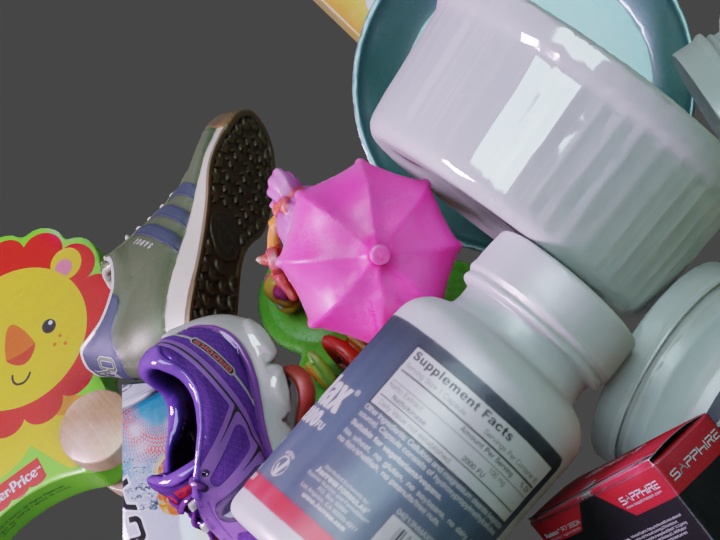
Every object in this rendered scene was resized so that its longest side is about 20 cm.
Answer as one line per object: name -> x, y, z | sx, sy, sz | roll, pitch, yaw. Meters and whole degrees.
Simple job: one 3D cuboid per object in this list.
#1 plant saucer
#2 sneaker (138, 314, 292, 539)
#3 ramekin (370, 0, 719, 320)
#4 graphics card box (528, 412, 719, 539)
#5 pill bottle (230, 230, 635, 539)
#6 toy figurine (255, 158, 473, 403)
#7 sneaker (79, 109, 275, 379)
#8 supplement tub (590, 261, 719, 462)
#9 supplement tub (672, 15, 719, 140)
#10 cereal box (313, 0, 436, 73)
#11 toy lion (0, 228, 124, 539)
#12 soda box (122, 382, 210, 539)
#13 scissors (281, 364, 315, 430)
plant saucer -> 0.096, -0.107, 1.456 | 0.199, 0.036, 0.201 | -1, 86, 10
sneaker -> -0.070, 0.126, 1.350 | 0.083, 0.081, 0.201 | -18, 85, -33
ramekin -> 0.100, -0.061, 1.328 | 0.200, 0.200, 0.098 | 36, 88, 25
graphics card box -> 0.188, 0.175, 1.260 | 0.051, 0.125, 0.200 | -38, 90, -33
pill bottle -> 0.041, 0.083, 1.265 | 0.120, 0.120, 0.200 | 39, 83, 25
toy figurine -> 0.000, 0.000, 1.377 | 0.150, 0.184, 0.200 | -43, 58, -12
sneaker -> -0.112, -0.014, 1.468 | 0.090, 0.067, 0.201 | -15, 40, 24
supplement tub -> 0.235, 0.097, 1.302 | 0.200, 0.140, 0.141 | 33, 85, 24
supplement tub -> 0.285, -0.119, 1.357 | 0.200, 0.145, 0.145 | -33, 65, 5
cereal box -> 0.051, -0.228, 1.529 | 0.200, 0.040, 0.144 | -44, 67, -1
toy lion -> -0.214, 0.078, 1.507 | 0.200, 0.069, 0.192 | -36, 58, 4
soda box -> -0.094, 0.164, 1.416 | 0.063, 0.068, 0.201 | -5, 78, 16
scissors -> -0.028, 0.148, 1.386 | 0.014, 0.201, 0.073 | -19, 35, -34
